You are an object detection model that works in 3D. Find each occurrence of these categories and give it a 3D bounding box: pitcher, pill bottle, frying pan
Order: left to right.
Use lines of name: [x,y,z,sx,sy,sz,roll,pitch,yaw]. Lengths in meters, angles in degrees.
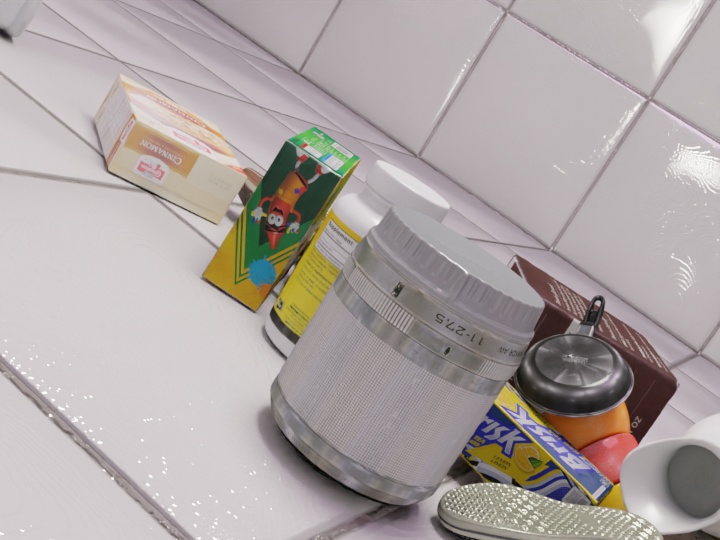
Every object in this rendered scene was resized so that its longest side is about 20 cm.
pill bottle: [0.000,0.000,1.047,0.112,0.201,0.113,31,12,-7]
frying pan: [0.230,0.080,1.055,0.114,0.031,0.189,25,45,37]
pitcher: [0.360,0.188,0.992,0.199,0.171,0.123,8,70,-48]

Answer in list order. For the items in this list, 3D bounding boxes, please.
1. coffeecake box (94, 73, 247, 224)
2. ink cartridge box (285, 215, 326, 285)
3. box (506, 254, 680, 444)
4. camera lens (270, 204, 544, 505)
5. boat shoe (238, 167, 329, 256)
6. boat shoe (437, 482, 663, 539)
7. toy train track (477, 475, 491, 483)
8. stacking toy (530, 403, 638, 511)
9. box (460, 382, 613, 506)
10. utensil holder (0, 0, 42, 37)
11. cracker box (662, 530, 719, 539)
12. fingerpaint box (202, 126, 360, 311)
coffeecake box: [-0.241,-0.155,1.342,0.153,0.073,0.200,27,14,-28]
ink cartridge box: [-0.022,0.010,1.249,0.108,0.051,0.200,32,20,-6]
box: [0.219,0.117,1.221,0.199,0.167,0.164,31,14,-6]
camera lens: [0.033,0.071,0.858,0.159,0.201,0.160,30,12,-7]
boat shoe: [-0.074,-0.066,1.366,0.200,0.072,0.076,40,-24,6]
boat shoe: [0.155,0.227,0.896,0.198,0.063,0.075,13,22,-14]
toy train track: [0.092,0.159,1.069,0.114,0.033,0.201,24,22,-34]
stacking toy: [0.235,0.218,1.045,0.145,0.146,0.201,18,37,-49]
box: [0.137,0.158,1.003,0.200,0.064,0.070,45,21,17]
utensil holder: [-0.543,-0.447,1.498,0.199,0.171,0.170,22,16,-33]
cracker box: [0.359,0.297,1.059,0.133,0.058,0.200,31,22,-6]
fingerpaint box: [-0.081,-0.063,1.166,0.073,0.168,0.200,33,13,-2]
